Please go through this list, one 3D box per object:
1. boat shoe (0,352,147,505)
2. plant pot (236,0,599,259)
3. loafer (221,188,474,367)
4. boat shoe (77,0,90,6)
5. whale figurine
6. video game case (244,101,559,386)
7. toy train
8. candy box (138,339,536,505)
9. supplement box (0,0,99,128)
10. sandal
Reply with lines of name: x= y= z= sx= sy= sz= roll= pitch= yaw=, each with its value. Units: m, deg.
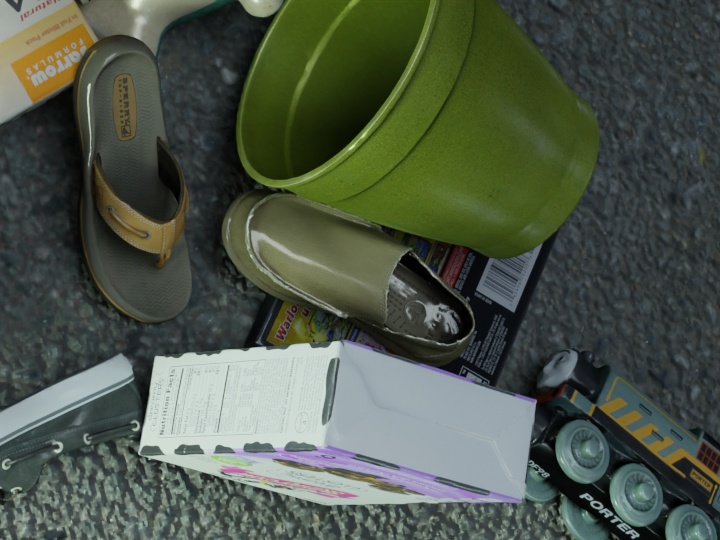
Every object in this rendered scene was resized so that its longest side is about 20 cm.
boat shoe: x=-0.222 y=0.116 z=1.421 sx=0.200 sy=0.069 sz=0.057 roll=-27 pitch=94 yaw=-30
plant pot: x=0.053 y=-0.105 z=1.513 sx=0.193 sy=0.200 sz=0.200 roll=29 pitch=69 yaw=-32
loafer: x=0.000 y=0.000 z=1.523 sx=0.200 sy=0.067 sz=0.076 roll=26 pitch=71 yaw=-20
boat shoe: x=-0.213 y=-0.273 z=1.479 sx=0.063 sy=0.074 sz=0.201 roll=-26 pitch=83 yaw=-8
whale figurine: x=-0.112 y=-0.218 z=1.528 sx=0.159 sy=0.104 sz=0.200 roll=37 pitch=86 yaw=16
video game case: x=0.034 y=0.009 z=1.591 sx=0.181 sy=0.026 sz=0.200 roll=31 pitch=70 yaw=-19
toy train: x=0.195 y=0.143 z=1.621 sx=0.200 sy=0.085 sz=0.114 roll=38 pitch=55 yaw=-14
candy box: x=-0.017 y=0.101 z=1.433 sx=0.168 sy=0.200 sz=0.072 roll=19 pitch=74 yaw=-37
supplement box: x=-0.272 y=-0.186 z=1.446 sx=0.126 sy=0.074 sz=0.200 roll=-35 pitch=97 yaw=-27
sandal: x=-0.141 y=-0.055 z=1.464 sx=0.082 sy=0.055 sz=0.200 roll=-18 pitch=115 yaw=-38
